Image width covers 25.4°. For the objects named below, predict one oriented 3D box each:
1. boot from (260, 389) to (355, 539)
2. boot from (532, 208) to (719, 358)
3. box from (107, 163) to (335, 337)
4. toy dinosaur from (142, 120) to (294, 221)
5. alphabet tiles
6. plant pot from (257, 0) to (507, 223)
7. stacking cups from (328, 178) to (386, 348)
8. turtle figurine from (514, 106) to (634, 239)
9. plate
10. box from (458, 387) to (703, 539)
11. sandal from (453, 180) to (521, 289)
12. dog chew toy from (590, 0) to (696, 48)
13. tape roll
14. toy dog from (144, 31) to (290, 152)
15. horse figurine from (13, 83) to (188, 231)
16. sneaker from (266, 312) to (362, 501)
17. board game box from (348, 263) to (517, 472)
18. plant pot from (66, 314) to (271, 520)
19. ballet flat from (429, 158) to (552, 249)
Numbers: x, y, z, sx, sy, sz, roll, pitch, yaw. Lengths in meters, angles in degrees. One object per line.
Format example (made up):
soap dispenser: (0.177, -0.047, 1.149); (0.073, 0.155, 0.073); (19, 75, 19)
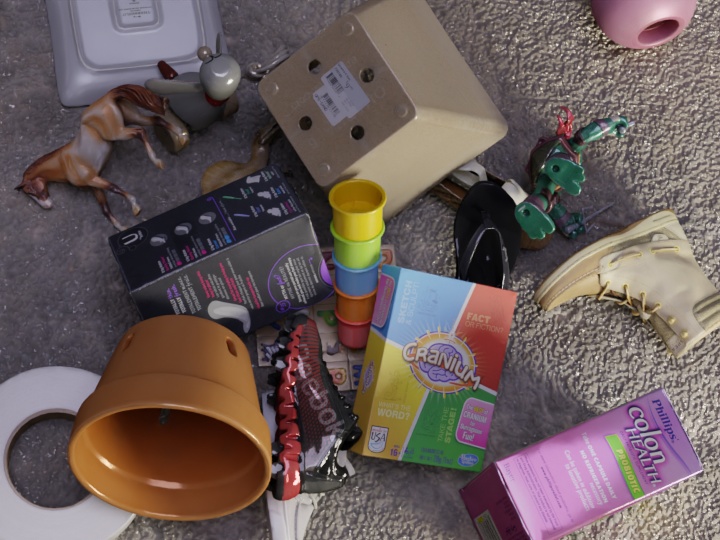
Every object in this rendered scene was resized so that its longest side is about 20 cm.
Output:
boot: (-0.052, 0.220, 1.680); (0.096, 0.074, 0.200); (-2, 74, -5)
boot: (0.309, 0.035, 1.793); (0.200, 0.073, 0.155); (-26, 76, -21)
box: (-0.146, -0.005, 1.679); (0.200, 0.122, 0.106); (-24, 41, -7)
toy dinosaur: (-0.142, -0.081, 1.779); (0.101, 0.058, 0.200); (37, 63, 19)
alphabet tiles: (-0.019, 0.053, 1.772); (0.200, 0.006, 0.166); (-3, 73, -10)
plant pot: (0.005, -0.177, 1.715); (0.200, 0.177, 0.200); (-36, 79, 19)
stacking cups: (0.000, 0.000, 1.687); (0.060, 0.200, 0.061); (-1, 40, 1)
turtle figurine: (0.235, -0.109, 1.801); (0.101, 0.200, 0.150); (19, 114, 15)
plate: (-0.258, -0.295, 1.829); (0.200, 0.032, 0.200); (-9, 75, -11)
box: (0.226, 0.220, 1.669); (0.200, 0.176, 0.097); (-22, 77, -15)
sandal: (0.135, 0.002, 1.756); (0.076, 0.043, 0.200); (8, 94, -8)
dog chew toy: (0.320, -0.365, 1.897); (0.125, 0.125, 0.200); (-12, 68, -12)
tape roll: (-0.317, 0.200, 1.666); (0.203, 0.037, 0.203); (2, 73, -7)
toy dog: (-0.179, -0.210, 1.735); (0.132, 0.200, 0.096); (-37, 90, -40)
horse figurine: (-0.273, -0.130, 1.730); (0.133, 0.050, 0.200); (37, 115, 4)
sneaker: (-0.047, 0.141, 1.648); (0.098, 0.071, 0.200); (4, 66, -9)
board game box: (0.076, 0.105, 1.695); (0.153, 0.040, 0.200); (11, 90, -29)
plant pot: (-0.184, 0.140, 1.602); (0.200, 0.200, 0.140); (9, 48, -6)
ballet flat: (0.136, -0.094, 1.806); (0.200, 0.072, 0.068); (35, 66, 2)
